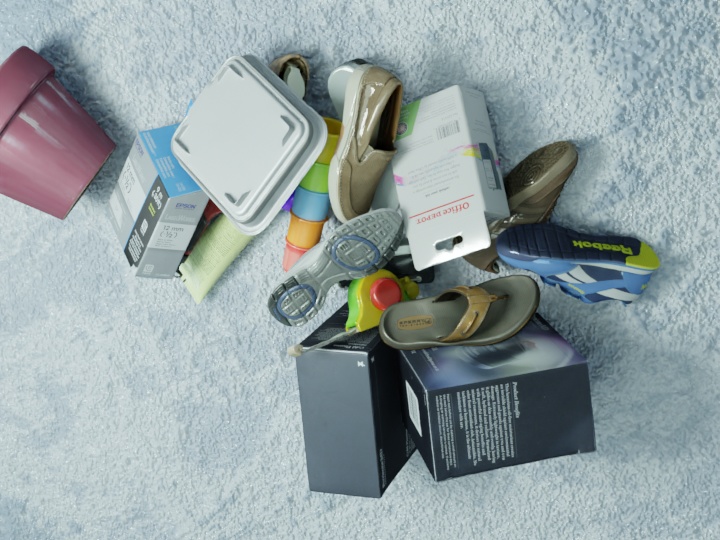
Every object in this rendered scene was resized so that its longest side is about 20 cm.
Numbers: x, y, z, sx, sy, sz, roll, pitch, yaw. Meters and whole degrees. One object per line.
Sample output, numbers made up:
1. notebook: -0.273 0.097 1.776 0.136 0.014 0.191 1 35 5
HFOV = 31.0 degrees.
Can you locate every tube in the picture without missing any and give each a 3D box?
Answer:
1. tube: -0.187 -0.042 1.774 0.052 0.058 0.200 27 126 -28

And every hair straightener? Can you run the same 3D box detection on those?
1. hair straightener: -0.213 -0.080 1.763 0.041 0.077 0.201 19 109 -24

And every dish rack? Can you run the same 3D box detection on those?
1. dish rack: -0.147 -0.161 1.587 0.172 0.043 0.200 -53 56 13

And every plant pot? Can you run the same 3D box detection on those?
1. plant pot: -0.439 -0.171 1.760 0.178 0.200 0.200 35 118 -11

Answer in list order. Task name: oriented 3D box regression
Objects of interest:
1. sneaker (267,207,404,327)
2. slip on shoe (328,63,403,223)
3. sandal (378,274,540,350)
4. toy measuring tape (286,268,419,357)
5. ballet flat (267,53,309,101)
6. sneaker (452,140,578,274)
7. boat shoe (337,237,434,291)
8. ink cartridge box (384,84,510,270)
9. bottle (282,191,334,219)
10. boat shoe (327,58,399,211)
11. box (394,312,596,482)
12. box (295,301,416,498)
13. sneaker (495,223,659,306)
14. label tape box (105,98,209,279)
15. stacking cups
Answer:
1. sneaker: -0.033 -0.017 1.592 0.199 0.087 0.075 -34 110 15
2. slip on shoe: 0.012 -0.144 1.564 0.060 0.076 0.202 23 112 33
3. sandal: 0.115 0.047 1.544 0.198 0.055 0.082 -7 64 11
4. toy measuring tape: -0.012 0.044 1.600 0.073 0.199 0.074 36 137 44
5. ballet flat: -0.099 -0.182 1.622 0.067 0.068 0.202 -20 61 55
6. sneaker: 0.204 -0.076 1.601 0.075 0.071 0.200 37 118 -23
7. boat shoe: 0.000 0.000 1.694 0.198 0.076 0.061 -7 100 25
8. ink cartridge box: 0.107 -0.108 1.571 0.116 0.067 0.202 -18 76 32
9. bottle: -0.108 -0.140 1.684 0.200 0.083 0.065 49 151 -3
10. boat shoe: 0.017 -0.167 1.634 0.070 0.064 0.202 -6 107 26
11. box: 0.157 0.146 1.573 0.196 0.200 0.124 -9 106 -8
12. box: 0.004 0.161 1.687 0.103 0.182 0.202 2 108 21
13. sneaker: 0.256 -0.001 1.567 0.198 0.074 0.083 11 128 -4
14. label tape box: -0.261 -0.110 1.722 0.201 0.066 0.144 -62 41 31
15. stacking cups: -0.056 -0.089 1.628 0.060 0.061 0.202 19 117 15
